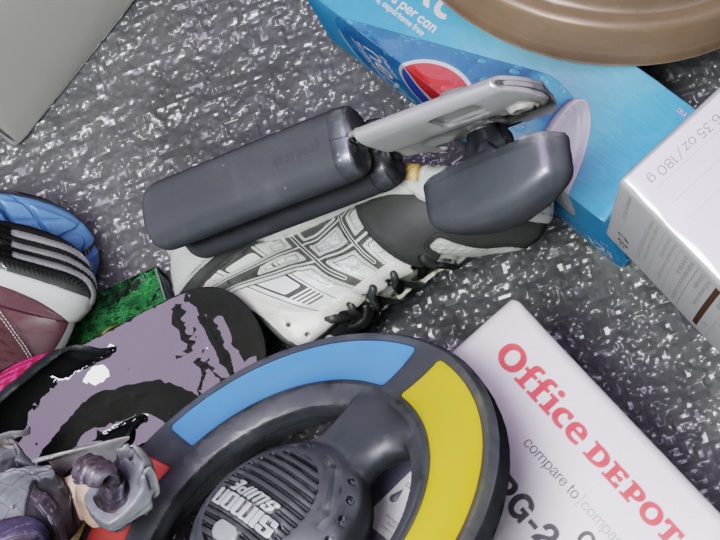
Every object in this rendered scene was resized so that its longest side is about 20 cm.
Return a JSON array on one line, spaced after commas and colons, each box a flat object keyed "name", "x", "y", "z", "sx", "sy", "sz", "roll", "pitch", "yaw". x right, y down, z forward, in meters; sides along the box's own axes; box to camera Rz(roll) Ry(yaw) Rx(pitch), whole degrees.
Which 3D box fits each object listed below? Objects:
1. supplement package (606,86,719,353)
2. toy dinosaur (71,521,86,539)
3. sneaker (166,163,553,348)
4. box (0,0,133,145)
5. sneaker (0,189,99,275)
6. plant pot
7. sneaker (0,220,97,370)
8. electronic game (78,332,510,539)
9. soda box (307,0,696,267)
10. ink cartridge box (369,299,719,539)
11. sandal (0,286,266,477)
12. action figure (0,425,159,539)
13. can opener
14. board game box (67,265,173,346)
[{"name": "supplement package", "x": 0.211, "y": 0.007, "z": 0.778, "sx": 0.121, "sy": 0.120, "sz": 0.200, "roll": -43, "pitch": 80, "yaw": -3}, {"name": "toy dinosaur", "x": -0.145, "y": 0.109, "z": 0.895, "sx": 0.101, "sy": 0.058, "sz": 0.201, "roll": 25, "pitch": 79, "yaw": 6}, {"name": "sneaker", "x": 0.000, "y": 0.000, "z": 0.894, "sx": 0.199, "sy": 0.075, "sz": 0.088, "roll": -6, "pitch": 80, "yaw": 32}, {"name": "box", "x": -0.228, "y": -0.180, "z": 1.006, "sx": 0.200, "sy": 0.109, "sz": 0.128, "roll": 36, "pitch": 83, "yaw": 24}, {"name": "sneaker", "x": -0.230, "y": -0.014, "z": 0.963, "sx": 0.198, "sy": 0.071, "sz": 0.083, "roll": -3, "pitch": 24, "yaw": 2}, {"name": "plant pot", "x": 0.116, "y": -0.197, "z": 0.883, "sx": 0.199, "sy": 0.093, "sz": 0.202, "roll": 1, "pitch": 55, "yaw": -1}, {"name": "sneaker", "x": -0.230, "y": 0.023, "z": 0.892, "sx": 0.199, "sy": 0.076, "sz": 0.116, "roll": 18, "pitch": 110, "yaw": -13}, {"name": "electronic game", "x": -0.033, "y": 0.101, "z": 0.767, "sx": 0.199, "sy": 0.042, "sz": 0.201, "roll": -22, "pitch": 36, "yaw": 17}, {"name": "soda box", "x": 0.067, "y": -0.093, "z": 0.913, "sx": 0.200, "sy": 0.064, "sz": 0.068, "roll": 40, "pitch": 85, "yaw": 25}, {"name": "ink cartridge box", "x": 0.046, "y": 0.135, "z": 0.825, "sx": 0.200, "sy": 0.084, "sz": 0.145, "roll": -42, "pitch": 64, "yaw": -2}, {"name": "sandal", "x": -0.134, "y": 0.067, "z": 0.851, "sx": 0.199, "sy": 0.045, "sz": 0.075, "roll": -31, "pitch": 81, "yaw": -6}, {"name": "action figure", "x": -0.134, "y": 0.118, "z": 0.743, "sx": 0.130, "sy": 0.070, "sz": 0.200, "roll": -28, "pitch": 33, "yaw": 5}, {"name": "can opener", "x": -0.003, "y": -0.033, "z": 0.825, "sx": 0.199, "sy": 0.053, "sz": 0.067, "roll": -20, "pitch": 72, "yaw": 30}, {"name": "board game box", "x": -0.171, "y": 0.084, "z": 0.943, "sx": 0.199, "sy": 0.023, "sz": 0.105, "roll": -24, "pitch": 64, "yaw": 7}]
